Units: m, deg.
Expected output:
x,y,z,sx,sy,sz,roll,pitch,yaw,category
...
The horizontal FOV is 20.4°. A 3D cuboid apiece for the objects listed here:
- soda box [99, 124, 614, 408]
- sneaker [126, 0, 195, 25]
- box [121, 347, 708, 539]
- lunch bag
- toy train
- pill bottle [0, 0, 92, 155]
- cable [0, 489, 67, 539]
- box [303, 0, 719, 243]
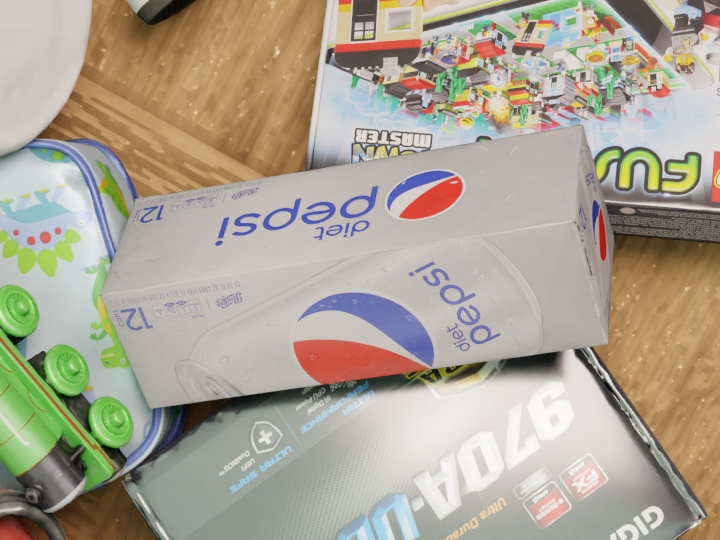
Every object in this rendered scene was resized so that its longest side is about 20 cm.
x,y,z,sx,sy,sz,roll,pitch,yaw,category
0.000,0.000,0.809,0.198,0.069,0.064,-9,126,16,soda box
-0.059,-0.213,0.853,0.121,0.084,0.200,43,90,-2,sneaker
0.022,0.098,0.860,0.199,0.046,0.160,-34,83,-3,box
-0.184,0.038,0.887,0.198,0.082,0.162,-18,91,7,lunch bag
-0.166,0.016,0.800,0.042,0.056,0.200,-29,105,37,toy train
-0.222,-0.122,0.850,0.198,0.112,0.113,15,96,27,pill bottle
-0.127,0.158,0.854,0.097,0.050,0.200,-39,110,18,cable
0.081,-0.074,0.851,0.198,0.035,0.111,4,70,7,box
